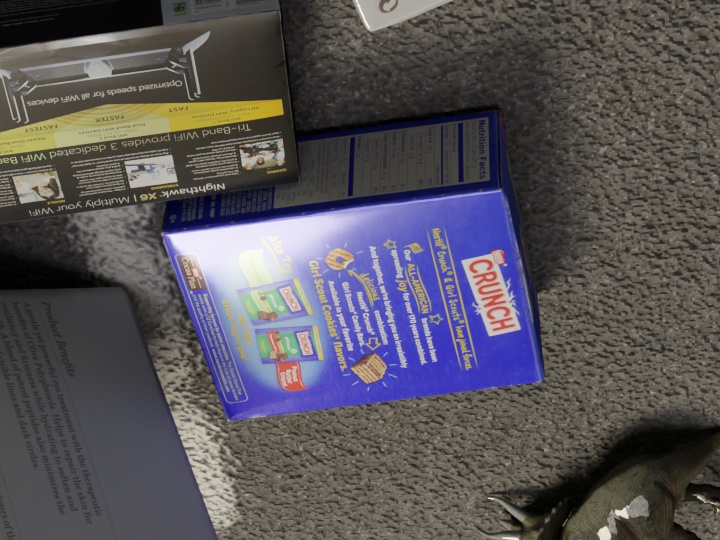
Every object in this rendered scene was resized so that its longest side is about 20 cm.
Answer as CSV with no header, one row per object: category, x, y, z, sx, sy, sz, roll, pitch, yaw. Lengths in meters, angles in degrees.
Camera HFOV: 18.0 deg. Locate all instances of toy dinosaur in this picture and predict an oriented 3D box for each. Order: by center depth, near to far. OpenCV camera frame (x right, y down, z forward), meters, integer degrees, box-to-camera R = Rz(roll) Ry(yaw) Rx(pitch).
toy dinosaur,0.183,0.165,1.522,0.102,0.077,0.200,26,134,-33

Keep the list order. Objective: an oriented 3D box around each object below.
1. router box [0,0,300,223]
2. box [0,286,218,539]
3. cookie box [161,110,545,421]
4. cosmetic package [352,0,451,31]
router box,-0.136,-0.098,1.234,0.199,0.053,0.158,-8,148,-2
box,-0.220,0.145,1.390,0.170,0.200,0.200,-1,144,-35
cookie box,0.000,0.000,1.354,0.199,0.076,0.172,-7,135,8
cosmetic package,-0.008,-0.226,1.093,0.074,0.102,0.201,-23,134,1
